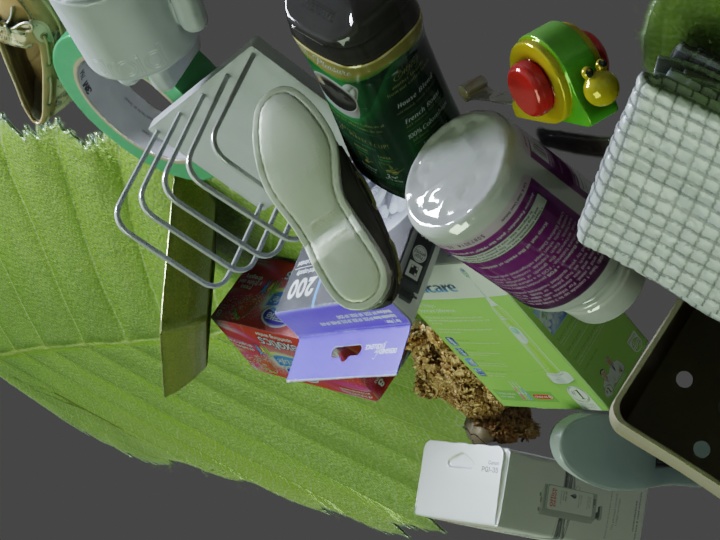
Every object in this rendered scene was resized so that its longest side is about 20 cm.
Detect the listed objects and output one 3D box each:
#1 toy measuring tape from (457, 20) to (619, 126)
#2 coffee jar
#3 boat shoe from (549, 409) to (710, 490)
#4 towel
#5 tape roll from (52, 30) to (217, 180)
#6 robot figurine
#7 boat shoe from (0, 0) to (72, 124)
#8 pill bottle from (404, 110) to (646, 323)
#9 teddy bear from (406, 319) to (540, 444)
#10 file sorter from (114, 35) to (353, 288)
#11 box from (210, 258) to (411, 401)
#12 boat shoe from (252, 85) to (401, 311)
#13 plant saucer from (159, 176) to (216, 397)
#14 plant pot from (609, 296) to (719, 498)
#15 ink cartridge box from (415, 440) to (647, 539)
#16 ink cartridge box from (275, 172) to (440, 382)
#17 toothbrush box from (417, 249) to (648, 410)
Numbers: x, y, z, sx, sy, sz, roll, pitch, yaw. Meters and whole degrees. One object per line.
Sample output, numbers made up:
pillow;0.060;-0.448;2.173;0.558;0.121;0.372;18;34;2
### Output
toy measuring tape;0.123;-0.149;1.194;0.074;0.074;0.200;48;168;-27
coffee jar;0.015;-0.153;1.282;0.104;0.085;0.200;35;162;39
boat shoe;0.248;0.161;1.524;0.202;0.075;0.086;5;-176;-28
towel;0.263;-0.048;1.113;0.200;0.086;0.166;27;135;15
tape roll;-0.206;-0.172;1.590;0.200;0.048;0.200;28;155;15
robot figurine;-0.204;-0.241;1.376;0.170;0.113;0.200;9;147;28
boat shoe;-0.332;-0.226;1.632;0.073;0.063;0.200;23;153;27
pill bottle;0.137;-0.034;1.290;0.200;0.112;0.112;33;162;-37
teddy bear;0.106;0.118;1.685;0.145;0.067;0.200;10;146;28
file sorter;-0.108;-0.086;1.452;0.139;0.125;0.200;35;146;-20
box;-0.050;0.061;1.759;0.200;0.095;0.100;11;148;43
boat shoe;-0.027;-0.057;1.341;0.202;0.072;0.060;64;-164;13
plant saucer;-0.186;0.015;1.779;0.048;0.200;0.200;4;155;-3
plant pot;0.308;0.093;1.260;0.200;0.200;0.177;33;168;4
ink cartridge box;0.178;0.239;1.714;0.200;0.083;0.146;16;169;-33
ink cartridge box;0.000;0.000;1.453;0.043;0.200;0.198;28;161;-26
toothbrush box;0.138;0.032;1.473;0.200;0.086;0.146;45;153;-25
